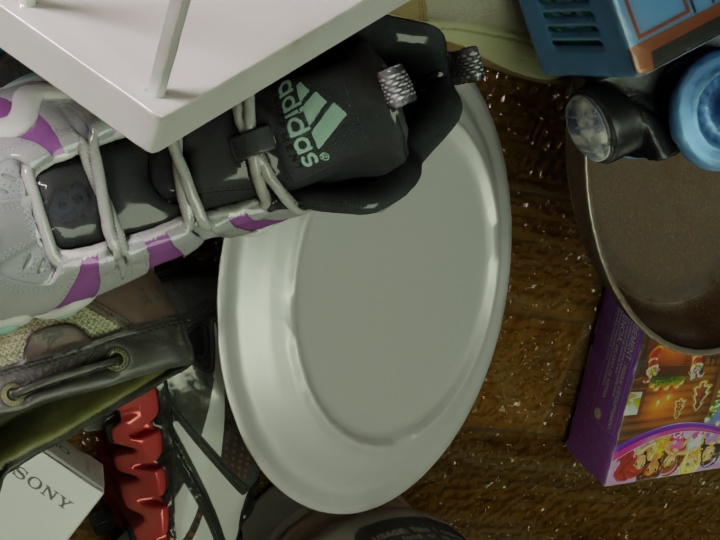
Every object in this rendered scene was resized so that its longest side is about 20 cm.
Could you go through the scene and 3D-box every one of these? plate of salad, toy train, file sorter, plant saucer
[{"bbox_3d":[0.000,0.000,0.838,0.200,0.048,0.201,-15,109,-50],"label":"plate of salad"},{"bbox_3d":[0.155,-0.116,0.781,0.199,0.087,0.115,-28,109,-20],"label":"toy train"},{"bbox_3d":[-0.079,-0.156,0.569,0.139,0.200,0.125,-37,157,-47],"label":"file sorter"},{"bbox_3d":[0.149,-0.064,0.886,0.200,0.032,0.201,-9,102,-46],"label":"plant saucer"}]

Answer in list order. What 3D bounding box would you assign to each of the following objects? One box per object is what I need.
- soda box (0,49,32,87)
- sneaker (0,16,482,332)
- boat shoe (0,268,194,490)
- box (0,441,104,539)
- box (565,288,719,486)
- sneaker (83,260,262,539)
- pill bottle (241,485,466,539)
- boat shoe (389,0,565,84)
[{"bbox_3d":[-0.172,-0.101,0.678,0.200,0.064,0.068,23,104,-39],"label":"soda box"},{"bbox_3d":[-0.042,-0.042,0.635,0.200,0.140,0.078,-32,107,-41],"label":"sneaker"},{"bbox_3d":[-0.149,0.062,0.704,0.200,0.066,0.072,-35,162,-4],"label":"boat shoe"},{"bbox_3d":[-0.213,0.116,0.768,0.144,0.036,0.200,37,94,-16],"label":"box"},{"bbox_3d":[0.206,0.030,1.015,0.199,0.039,0.137,-6,121,-30],"label":"box"},{"bbox_3d":[-0.068,0.078,0.849,0.098,0.071,0.201,-20,126,-18],"label":"sneaker"},{"bbox_3d":[0.023,0.175,0.881,0.113,0.200,0.114,-16,125,-23],"label":"pill bottle"},{"bbox_3d":[0.016,-0.125,0.782,0.200,0.074,0.067,8,110,-46],"label":"boat shoe"}]
